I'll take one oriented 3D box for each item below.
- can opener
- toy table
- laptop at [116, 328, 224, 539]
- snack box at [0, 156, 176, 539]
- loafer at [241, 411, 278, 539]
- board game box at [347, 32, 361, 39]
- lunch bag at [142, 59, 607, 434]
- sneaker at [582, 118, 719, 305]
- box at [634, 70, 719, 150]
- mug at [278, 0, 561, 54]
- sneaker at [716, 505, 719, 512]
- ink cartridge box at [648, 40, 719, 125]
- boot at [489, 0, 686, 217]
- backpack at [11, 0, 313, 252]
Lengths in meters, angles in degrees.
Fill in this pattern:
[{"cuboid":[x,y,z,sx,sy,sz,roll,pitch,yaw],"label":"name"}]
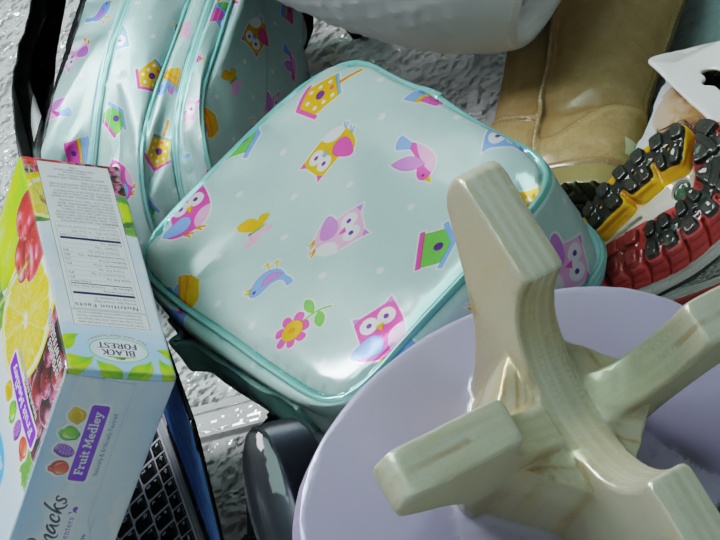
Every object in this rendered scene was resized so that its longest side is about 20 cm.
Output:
[{"cuboid":[-0.005,0.158,1.132,0.063,0.078,0.201,-25,77,45],"label":"can opener"},{"cuboid":[0.075,0.061,1.069,0.200,0.117,0.184,-38,80,-23],"label":"toy table"},{"cuboid":[-0.123,0.106,1.257,0.200,0.116,0.188,-44,35,14],"label":"laptop"},{"cuboid":[-0.143,0.072,1.232,0.143,0.053,0.201,-108,33,-48],"label":"snack box"},{"cuboid":[-0.019,0.127,1.240,0.072,0.073,0.201,-39,28,33],"label":"loafer"},{"cuboid":[-0.036,-0.251,1.531,0.056,0.200,0.166,-26,38,15],"label":"board game box"},{"cuboid":[0.000,0.000,1.229,0.161,0.077,0.200,-48,37,-8],"label":"lunch bag"},{"cuboid":[0.112,0.020,1.242,0.200,0.082,0.078,-35,43,28],"label":"sneaker"},{"cuboid":[0.221,-0.056,1.250,0.199,0.050,0.076,-2,48,35],"label":"box"},{"cuboid":[0.029,-0.193,1.370,0.175,0.148,0.200,27,32,14],"label":"mug"},{"cuboid":[0.166,0.135,1.081,0.076,0.081,0.200,-38,8,43],"label":"sneaker"},{"cuboid":[0.228,-0.135,1.249,0.199,0.068,0.117,-19,21,-5],"label":"ink cartridge box"},{"cuboid":[0.077,-0.088,1.389,0.174,0.066,0.201,-5,46,21],"label":"boot"},{"cuboid":[-0.096,-0.093,1.454,0.126,0.167,0.201,-3,54,28],"label":"backpack"}]
